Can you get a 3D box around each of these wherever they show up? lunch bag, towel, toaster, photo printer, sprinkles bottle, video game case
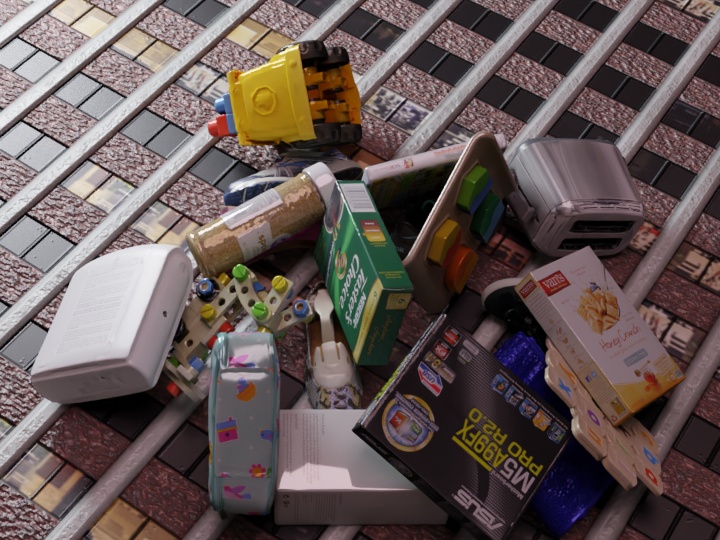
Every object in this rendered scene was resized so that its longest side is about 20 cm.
[{"bbox_3d":[-0.130,0.170,1.453,0.076,0.160,0.204,2,84,-7],"label":"lunch bag"},{"bbox_3d":[0.209,0.183,1.512,0.200,0.049,0.148,48,57,-3],"label":"towel"},{"bbox_3d":[0.288,-0.095,1.753,0.197,0.114,0.130,0,52,-27],"label":"toaster"},{"bbox_3d":[-0.290,0.056,1.578,0.164,0.070,0.202,-12,44,28],"label":"photo printer"},{"bbox_3d":[-0.119,-0.062,1.656,0.198,0.069,0.068,-29,57,-13],"label":"sprinkles bottle"},{"bbox_3d":[0.085,-0.119,1.702,0.179,0.200,0.023,-15,81,-7],"label":"video game case"}]

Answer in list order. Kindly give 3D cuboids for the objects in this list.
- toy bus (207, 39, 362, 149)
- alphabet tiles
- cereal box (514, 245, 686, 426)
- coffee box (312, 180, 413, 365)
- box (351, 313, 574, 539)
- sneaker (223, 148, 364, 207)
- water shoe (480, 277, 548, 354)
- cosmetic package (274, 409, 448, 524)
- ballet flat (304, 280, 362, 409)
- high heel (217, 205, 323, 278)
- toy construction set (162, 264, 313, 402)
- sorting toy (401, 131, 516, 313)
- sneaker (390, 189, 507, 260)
[{"bbox_3d":[-0.107,-0.224,1.817,0.189,0.200,0.138,-12,91,22],"label":"toy bus"},{"bbox_3d":[0.276,0.165,1.520,0.195,0.015,0.201,44,23,-12],"label":"alphabet tiles"},{"bbox_3d":[0.284,0.074,1.566,0.143,0.040,0.201,-20,71,-49],"label":"cereal box"},{"bbox_3d":[0.000,0.000,1.573,0.043,0.124,0.201,0,42,-23],"label":"coffee box"},{"bbox_3d":[0.114,0.173,1.436,0.200,0.044,0.161,41,68,-3],"label":"box"},{"bbox_3d":[-0.096,-0.118,1.782,0.197,0.078,0.085,-12,42,-23],"label":"sneaker"},{"bbox_3d":[0.239,0.072,1.642,0.197,0.072,0.079,18,49,10],"label":"water shoe"},{"bbox_3d":[0.002,0.221,1.493,0.196,0.085,0.109,2,52,-4],"label":"cosmetic package"},{"bbox_3d":[-0.038,0.093,1.605,0.071,0.073,0.202,-2,51,-6],"label":"ballet flat"},{"bbox_3d":[-0.095,-0.021,1.715,0.197,0.068,0.098,7,74,-1],"label":"high heel"},{"bbox_3d":[-0.164,0.074,1.587,0.200,0.093,0.131,-41,62,-20],"label":"toy construction set"},{"bbox_3d":[0.125,-0.051,1.620,0.036,0.185,0.201,30,82,23],"label":"sorting toy"},{"bbox_3d":[0.120,-0.069,1.745,0.198,0.080,0.075,-29,56,-27],"label":"sneaker"}]
